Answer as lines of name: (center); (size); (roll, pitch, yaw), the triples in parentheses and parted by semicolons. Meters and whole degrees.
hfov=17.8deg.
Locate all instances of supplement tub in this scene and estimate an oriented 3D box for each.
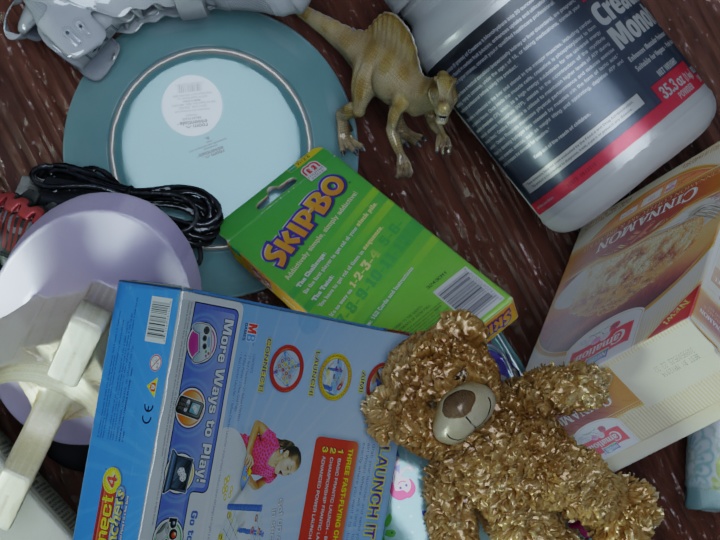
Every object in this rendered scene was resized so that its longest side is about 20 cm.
supplement tub: (0.123, -0.139, 1.496); (0.140, 0.140, 0.200); (-38, 90, -5)

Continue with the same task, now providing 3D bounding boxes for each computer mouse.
computer mouse: (-0.175, 0.034, 1.496); (0.138, 0.053, 0.201); (12, 93, 11)

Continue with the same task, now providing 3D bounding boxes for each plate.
plate: (-0.100, -0.081, 1.537); (0.200, 0.026, 0.201); (0, 87, -3)

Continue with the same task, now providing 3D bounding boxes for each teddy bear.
teddy bear: (0.093, 0.117, 1.352); (0.145, 0.067, 0.200); (-21, 114, 11)

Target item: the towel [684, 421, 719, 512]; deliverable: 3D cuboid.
towel: (0.320, 0.084, 1.545); (0.199, 0.048, 0.172); (4, 84, -3)

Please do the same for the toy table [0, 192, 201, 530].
toy table: (-0.174, 0.061, 1.369); (0.183, 0.117, 0.200); (17, 129, 3)

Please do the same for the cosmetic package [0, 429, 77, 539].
cosmetic package: (-0.265, 0.135, 1.476); (0.087, 0.103, 0.200); (-41, 89, -2)

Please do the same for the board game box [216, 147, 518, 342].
board game box: (0.000, 0.000, 1.465); (0.095, 0.030, 0.200); (-39, 54, -14)

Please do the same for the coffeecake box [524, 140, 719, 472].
coffeecake box: (0.191, 0.022, 1.434); (0.073, 0.153, 0.200); (44, 40, -16)

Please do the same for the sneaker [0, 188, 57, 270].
sneaker: (-0.252, -0.012, 1.458); (0.200, 0.071, 0.098); (22, 62, 29)

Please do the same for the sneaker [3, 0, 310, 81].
sneaker: (-0.137, -0.175, 1.507); (0.200, 0.075, 0.115); (20, 84, 10)

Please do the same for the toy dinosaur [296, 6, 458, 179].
toy dinosaur: (0.014, -0.126, 1.508); (0.058, 0.200, 0.101); (-20, 127, -30)

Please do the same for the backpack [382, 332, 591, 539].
backpack: (0.055, 0.142, 1.479); (0.177, 0.151, 0.200); (-28, 94, -6)

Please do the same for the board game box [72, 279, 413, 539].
board game box: (-0.067, 0.118, 1.319); (0.196, 0.056, 0.201); (13, 85, -47)
